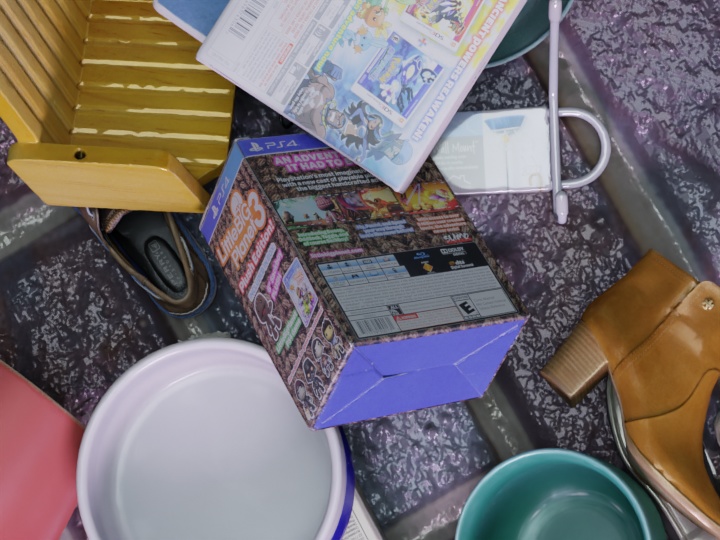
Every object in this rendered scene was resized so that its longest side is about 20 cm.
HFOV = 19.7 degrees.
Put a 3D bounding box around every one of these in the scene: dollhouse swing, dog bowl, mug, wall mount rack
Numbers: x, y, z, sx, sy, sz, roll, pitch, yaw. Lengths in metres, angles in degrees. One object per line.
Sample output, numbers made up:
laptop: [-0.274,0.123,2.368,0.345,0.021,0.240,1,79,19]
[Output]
dollhouse swing: [-0.189,-0.177,1.556,0.180,0.176,0.201,3,61,2]
dog bowl: [-0.105,0.154,1.535,0.198,0.079,0.202,-2,78,8]
mug: [0.165,0.228,1.568,0.152,0.114,0.186,-36,72,9]
wall mount rack: [0.098,-0.121,1.618,0.198,0.075,0.175,-3,94,2]

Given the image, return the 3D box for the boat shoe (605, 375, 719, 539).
boat shoe: [0.245,0.161,1.619,0.066,0.057,0.201,-26,81,-3]

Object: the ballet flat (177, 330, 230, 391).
ballet flat: [-0.135,0.146,1.631,0.071,0.072,0.202,11,85,3]

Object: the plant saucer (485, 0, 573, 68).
plant saucer: [0.080,-0.256,1.653,0.198,0.036,0.202,0,86,2]

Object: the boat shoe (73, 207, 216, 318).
boat shoe: [-0.183,-0.052,1.632,0.072,0.072,0.200,-41,86,-1]

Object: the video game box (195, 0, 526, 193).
video game box: [0.009,-0.188,1.510,0.182,0.047,0.201,34,93,9]

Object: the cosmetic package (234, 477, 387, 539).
cosmetic package: [-0.006,0.262,1.599,0.103,0.087,0.201,-27,85,0]

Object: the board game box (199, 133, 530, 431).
board game box: [0.000,0.000,1.525,0.158,0.097,0.201,-7,52,-32]

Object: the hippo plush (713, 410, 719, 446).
hippo plush: [0.368,0.144,1.555,0.199,0.161,0.160,21,87,3]

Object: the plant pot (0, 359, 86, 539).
plant pot: [-0.301,0.163,1.573,0.200,0.200,0.178,37,79,4]

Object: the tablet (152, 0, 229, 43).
tablet: [-0.044,-0.193,1.571,0.199,0.014,0.130,36,74,10]

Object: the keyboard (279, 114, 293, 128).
keyboard: [-0.025,-0.188,1.640,0.103,0.040,0.202,-15,82,26]

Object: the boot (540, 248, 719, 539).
boot: [0.249,0.090,1.566,0.144,0.071,0.201,-43,77,-5]
